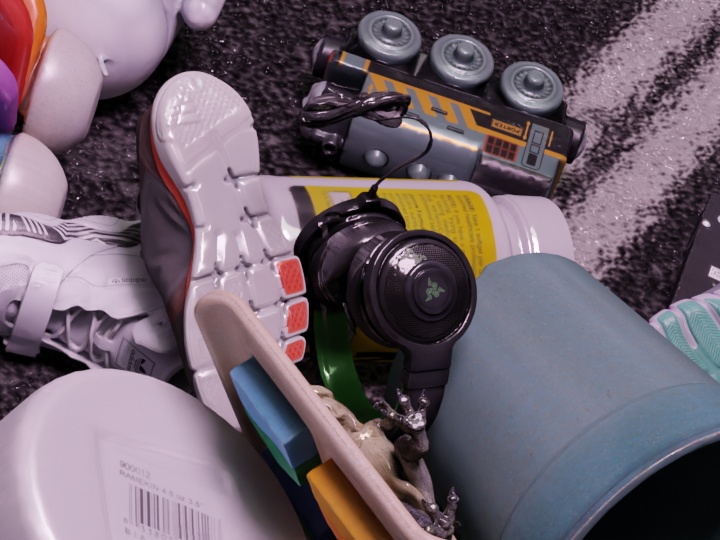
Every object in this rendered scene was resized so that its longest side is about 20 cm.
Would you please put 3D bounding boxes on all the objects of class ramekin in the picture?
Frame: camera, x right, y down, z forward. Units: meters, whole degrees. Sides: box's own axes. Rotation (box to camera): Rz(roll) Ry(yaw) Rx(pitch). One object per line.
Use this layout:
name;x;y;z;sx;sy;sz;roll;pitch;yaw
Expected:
ramekin;-0.118;0.146;1.081;0.200;0.098;0.201;30;35;-24

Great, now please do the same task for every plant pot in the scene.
plant pot;0.123;0.104;1.222;0.199;0.201;0.196;-8;40;-30

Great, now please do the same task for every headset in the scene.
headset;0.000;0.000;1.192;0.094;0.201;0.123;-4;21;-28

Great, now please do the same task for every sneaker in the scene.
sneaker;-0.160;0.028;1.261;0.199;0.075;0.115;-4;44;-30
sneaker;-0.085;-0.006;1.227;0.077;0.082;0.201;-3;81;-32
sneaker;0.228;0.042;1.380;0.199;0.087;0.075;-26;91;-20

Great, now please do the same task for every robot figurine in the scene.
robot figurine;-0.169;-0.190;1.470;0.169;0.113;0.200;4;37;16

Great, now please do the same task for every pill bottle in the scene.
pill bottle;0.023;0.000;1.341;0.199;0.115;0.115;0;44;-22

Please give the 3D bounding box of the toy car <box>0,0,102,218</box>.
toy car;-0.247;-0.108;1.299;0.174;0.150;0.201;17;57;-6

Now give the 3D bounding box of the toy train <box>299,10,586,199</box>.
toy train;0.056;-0.100;1.497;0.199;0.085;0.114;19;50;-2

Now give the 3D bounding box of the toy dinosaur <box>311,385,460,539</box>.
toy dinosaur;0.026;0.117;1.145;0.047;0.088;0.200;-29;71;-22

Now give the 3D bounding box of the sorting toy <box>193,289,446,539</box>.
sorting toy;-0.008;0.121;1.094;0.036;0.185;0.200;-36;57;-14

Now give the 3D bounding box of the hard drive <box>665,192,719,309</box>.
hard drive;0.271;0.041;1.462;0.139;0.038;0.200;24;39;4
